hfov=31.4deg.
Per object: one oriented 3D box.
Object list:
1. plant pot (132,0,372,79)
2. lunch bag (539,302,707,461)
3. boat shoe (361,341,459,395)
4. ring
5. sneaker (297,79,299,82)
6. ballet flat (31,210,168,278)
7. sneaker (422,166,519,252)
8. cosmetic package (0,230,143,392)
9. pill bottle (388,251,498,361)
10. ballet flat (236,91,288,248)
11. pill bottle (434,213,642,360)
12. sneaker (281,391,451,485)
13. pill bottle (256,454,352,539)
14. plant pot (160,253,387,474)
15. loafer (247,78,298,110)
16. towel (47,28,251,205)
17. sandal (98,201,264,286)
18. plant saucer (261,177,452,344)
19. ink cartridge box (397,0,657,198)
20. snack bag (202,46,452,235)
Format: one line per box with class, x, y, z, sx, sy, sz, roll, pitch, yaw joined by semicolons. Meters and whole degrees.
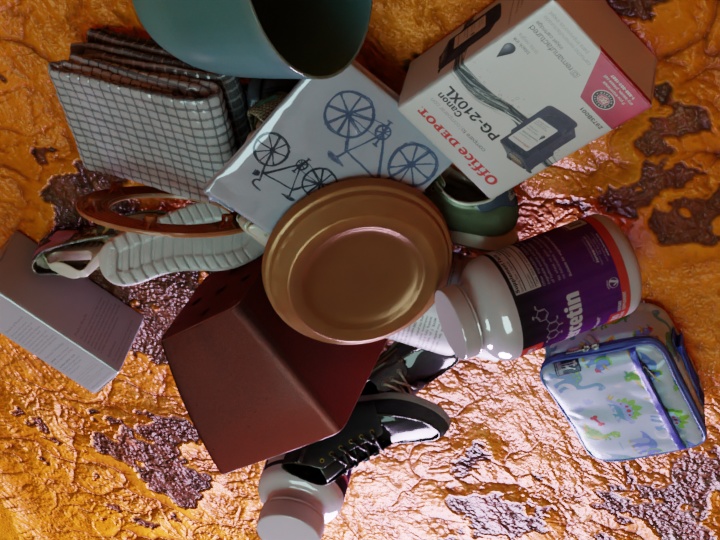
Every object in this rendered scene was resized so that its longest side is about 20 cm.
plant pot;-0.108;-0.265;1.140;0.160;0.201;0.201;0;135;33
lunch bag;0.308;0.132;1.479;0.160;0.083;0.200;-13;130;25
boat shoe;0.049;0.134;1.567;0.074;0.074;0.200;39;133;-22
ring;-0.204;-0.070;1.374;0.199;0.200;0.019;8;107;10
sneaker;-0.023;-0.155;1.282;0.200;0.082;0.070;42;175;-22
ballet flat;-0.308;-0.021;1.528;0.199;0.071;0.069;-8;130;24
sneaker;0.071;-0.079;1.359;0.199;0.067;0.090;7;128;11
cosmetic package;-0.382;0.054;1.606;0.200;0.102;0.074;37;132;-18
pill bottle;0.071;0.029;1.425;0.199;0.114;0.114;17;137;2
ballet flat;-0.095;-0.082;1.302;0.068;0.075;0.201;30;131;40
pill bottle;0.183;0.023;1.325;0.199;0.113;0.113;-20;135;-12
sneaker;0.007;0.208;1.529;0.199;0.107;0.075;-2;139;24
pill bottle;-0.067;0.254;1.632;0.111;0.201;0.112;9;137;9
plant pot;-0.112;0.088;1.497;0.199;0.200;0.177;-25;113;35
loafer;-0.069;-0.119;1.357;0.063;0.072;0.201;-2;130;14
towel;-0.209;-0.161;1.339;0.199;0.086;0.166;15;145;18
sandal;-0.203;-0.036;1.481;0.201;0.050;0.083;-10;97;1
plant saucer;0.000;0.000;1.305;0.199;0.038;0.201;-7;126;-9
ink cartridge box;0.156;-0.177;1.213;0.145;0.085;0.200;41;132;-22
snack bag;-0.026;-0.099;1.267;0.188;0.021;0.200;34;111;-30
